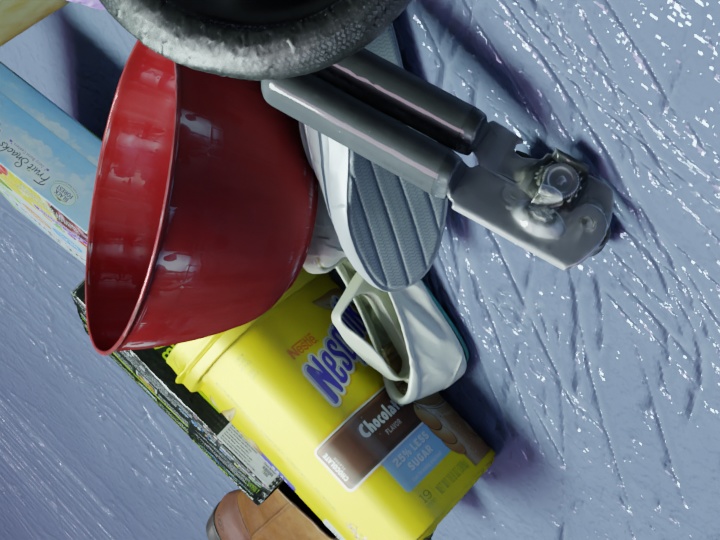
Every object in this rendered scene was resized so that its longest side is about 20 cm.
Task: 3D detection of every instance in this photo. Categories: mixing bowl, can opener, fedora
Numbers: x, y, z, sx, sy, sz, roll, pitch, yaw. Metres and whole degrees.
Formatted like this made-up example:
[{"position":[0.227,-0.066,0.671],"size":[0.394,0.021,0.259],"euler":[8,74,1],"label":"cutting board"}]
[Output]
[{"position":[-0.091,-0.040,1.052],"size":[0.200,0.107,0.202],"euler":[-170,90,-70],"label":"mixing bowl"},{"position":[0.042,-0.060,0.921],"size":[0.199,0.054,0.067],"euler":[29,165,8],"label":"can opener"},{"position":[-0.043,-0.183,0.882],"size":[0.201,0.201,0.092],"euler":[45,-170,15],"label":"fedora"}]

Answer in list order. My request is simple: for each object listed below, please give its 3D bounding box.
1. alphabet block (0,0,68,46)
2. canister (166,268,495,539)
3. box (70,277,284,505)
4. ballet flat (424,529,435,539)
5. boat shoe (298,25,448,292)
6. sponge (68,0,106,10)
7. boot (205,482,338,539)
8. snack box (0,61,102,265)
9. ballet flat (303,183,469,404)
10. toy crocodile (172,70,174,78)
[{"position":[-0.363,-0.245,1.247],"size":[0.196,0.200,0.196],"euler":[26,146,42],"label":"alphabet block"},{"position":[-0.015,0.092,1.167],"size":[0.200,0.148,0.087],"euler":[46,119,5],"label":"canister"},{"position":[-0.127,0.087,1.285],"size":[0.200,0.048,0.193],"euler":[44,171,4],"label":"box"},{"position":[0.000,0.152,1.313],"size":[0.200,0.066,0.068],"euler":[22,126,64],"label":"ballet flat"},{"position":[0.001,-0.086,1.007],"size":[0.067,0.073,0.202],"euler":[43,148,54],"label":"boat shoe"},{"position":[-0.148,-0.240,0.957],"size":[0.111,0.030,0.201],"euler":[15,129,2],"label":"sponge"},{"position":[-0.049,0.258,1.573],"size":[0.189,0.068,0.200],"euler":[56,149,9],"label":"boot"},{"position":[-0.220,-0.060,1.332],"size":[0.168,0.068,0.200],"euler":[37,170,20],"label":"snack box"},{"position":[0.000,0.000,1.110],"size":[0.201,0.069,0.069],"euler":[59,154,-15],"label":"ballet flat"},{"position":[-0.127,-0.173,1.102],"size":[0.067,0.062,0.201],"euler":[7,131,57],"label":"toy crocodile"}]
